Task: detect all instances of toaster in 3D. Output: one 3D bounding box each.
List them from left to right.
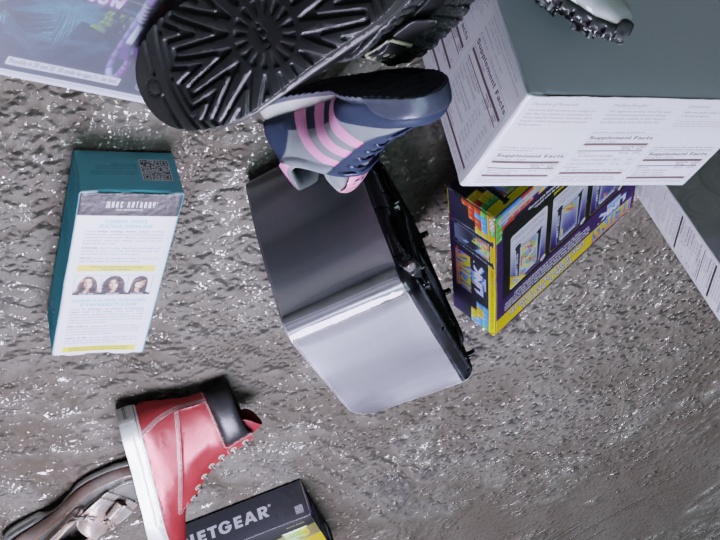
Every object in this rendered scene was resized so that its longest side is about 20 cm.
[{"bbox_3d":[0.000,0.000,0.908,0.118,0.181,0.200,-25,143,7],"label":"toaster"}]

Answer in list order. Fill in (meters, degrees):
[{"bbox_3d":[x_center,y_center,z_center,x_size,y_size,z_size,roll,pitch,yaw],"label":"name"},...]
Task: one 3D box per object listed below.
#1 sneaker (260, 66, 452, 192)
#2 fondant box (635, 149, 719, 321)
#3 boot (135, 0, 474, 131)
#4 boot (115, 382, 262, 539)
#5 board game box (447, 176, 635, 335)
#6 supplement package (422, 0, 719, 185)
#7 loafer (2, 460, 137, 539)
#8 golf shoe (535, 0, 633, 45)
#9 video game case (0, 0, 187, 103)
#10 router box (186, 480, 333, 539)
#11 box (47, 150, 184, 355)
[{"bbox_3d":[0.001,-0.098,0.787,0.070,0.200,0.082,-25,108,-30],"label":"sneaker"},{"bbox_3d":[0.354,-0.053,0.994,0.144,0.200,0.058,-14,142,-10],"label":"fondant box"},{"bbox_3d":[-0.029,-0.158,0.718,0.211,0.080,0.158,-20,-175,23],"label":"boot"},{"bbox_3d":[-0.167,0.215,1.148,0.144,0.072,0.200,-13,120,-14],"label":"boot"},{"bbox_3d":[0.163,-0.063,0.946,0.200,0.057,0.165,-40,149,-22],"label":"board game box"},{"bbox_3d":[0.164,-0.156,0.805,0.200,0.156,0.111,-2,152,-23],"label":"supplement package"},{"bbox_3d":[-0.308,0.283,1.200,0.200,0.063,0.072,-32,140,13],"label":"loafer"},{"bbox_3d":[0.115,-0.233,0.693,0.094,0.200,0.078,-45,179,13],"label":"golf shoe"},{"bbox_3d":[-0.139,-0.185,0.663,0.200,0.023,0.182,4,132,-48],"label":"video game case"},{"bbox_3d":[-0.141,0.353,1.372,0.200,0.052,0.157,-21,142,0],"label":"router box"},{"bbox_3d":[-0.209,-0.010,0.906,0.082,0.049,0.200,-1,138,-25],"label":"box"}]
